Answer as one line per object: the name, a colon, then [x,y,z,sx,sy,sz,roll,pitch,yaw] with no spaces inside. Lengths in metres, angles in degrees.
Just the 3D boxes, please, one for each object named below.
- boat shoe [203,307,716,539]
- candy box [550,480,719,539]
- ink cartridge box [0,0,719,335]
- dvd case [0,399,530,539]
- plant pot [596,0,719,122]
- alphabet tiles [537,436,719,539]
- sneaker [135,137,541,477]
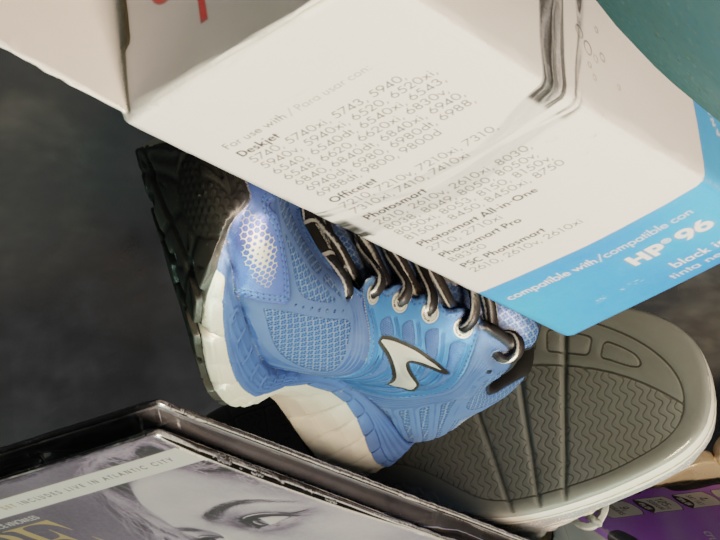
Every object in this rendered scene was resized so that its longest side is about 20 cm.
boat shoe: [0.032,0.061,0.872,0.202,0.075,0.065,-19,157,27]
candy box: [0.188,0.132,0.883,0.199,0.168,0.072,-4,112,-32]
ink cartridge box: [0.005,-0.074,0.555,0.068,0.116,0.200,-27,148,30]
dvd case: [-0.034,0.091,0.835,0.200,0.016,0.148,25,151,-36]
plant pot: [0.100,-0.109,0.476,0.200,0.201,0.135,10,-176,-32]
alphabet tiles: [0.138,0.108,0.995,0.200,0.015,0.196,-31,149,8]
sneaker: [0.000,0.000,0.754,0.089,0.079,0.200,-23,158,12]
